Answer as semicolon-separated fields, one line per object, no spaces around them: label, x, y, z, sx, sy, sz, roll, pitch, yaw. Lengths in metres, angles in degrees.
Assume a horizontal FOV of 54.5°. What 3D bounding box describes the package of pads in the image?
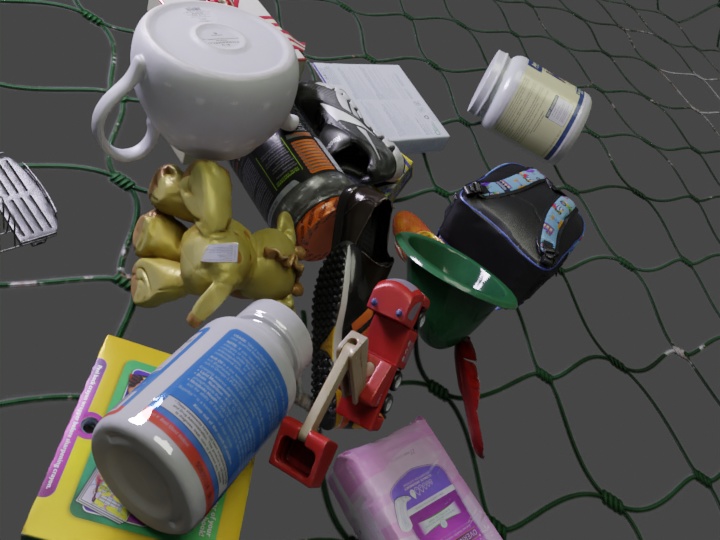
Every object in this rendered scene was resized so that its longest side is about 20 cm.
package of pads;0.062;0.256;0.685;0.118;0.076;0.202;-15;58;-35

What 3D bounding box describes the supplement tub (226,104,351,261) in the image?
supplement tub;-0.089;-0.119;0.919;0.120;0.124;0.202;-14;58;-37

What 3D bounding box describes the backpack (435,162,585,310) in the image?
backpack;0.229;-0.062;1.036;0.182;0.136;0.199;42;44;14

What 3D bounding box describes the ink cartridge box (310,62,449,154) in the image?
ink cartridge box;0.029;-0.279;1.198;0.195;0.041;0.202;-8;55;-34

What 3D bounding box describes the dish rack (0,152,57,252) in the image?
dish rack;-0.428;-0.071;0.733;0.197;0.055;0.154;-24;65;-42

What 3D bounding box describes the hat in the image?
hat;0.085;0.077;0.846;0.162;0.180;0.201;18;17;-25

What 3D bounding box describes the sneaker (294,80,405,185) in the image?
sneaker;-0.029;-0.190;0.968;0.200;0.067;0.090;43;38;9

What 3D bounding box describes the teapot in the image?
teapot;-0.167;-0.191;0.776;0.194;0.148;0.200;17;40;-6

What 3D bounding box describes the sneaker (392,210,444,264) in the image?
sneaker;0.110;-0.015;0.969;0.071;0.078;0.202;-12;55;-34

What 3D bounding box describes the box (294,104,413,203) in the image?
box;-0.016;-0.186;1.050;0.199;0.064;0.071;40;84;9

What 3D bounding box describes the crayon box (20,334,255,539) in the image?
crayon box;-0.183;0.176;0.634;0.168;0.059;0.203;20;42;-13

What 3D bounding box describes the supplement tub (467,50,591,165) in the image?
supplement tub;0.314;-0.306;1.308;0.196;0.147;0.146;29;42;-2

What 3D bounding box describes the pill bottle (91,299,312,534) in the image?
pill bottle;-0.122;0.112;0.603;0.111;0.113;0.200;36;41;7

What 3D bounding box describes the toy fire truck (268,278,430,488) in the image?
toy fire truck;-0.003;0.098;0.664;0.048;0.205;0.141;21;-4;23

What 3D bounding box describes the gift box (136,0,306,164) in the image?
gift box;-0.189;-0.287;0.975;0.197;0.189;0.185;-23;63;-41

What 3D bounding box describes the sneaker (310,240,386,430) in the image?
sneaker;-0.004;0.073;0.781;0.088;0.069;0.207;7;81;-30

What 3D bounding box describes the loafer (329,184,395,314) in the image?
loafer;0.000;0.000;0.825;0.071;0.070;0.207;3;92;-40

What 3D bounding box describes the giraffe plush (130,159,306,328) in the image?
giraffe plush;-0.140;-0.018;0.784;0.197;0.177;0.160;23;5;40
